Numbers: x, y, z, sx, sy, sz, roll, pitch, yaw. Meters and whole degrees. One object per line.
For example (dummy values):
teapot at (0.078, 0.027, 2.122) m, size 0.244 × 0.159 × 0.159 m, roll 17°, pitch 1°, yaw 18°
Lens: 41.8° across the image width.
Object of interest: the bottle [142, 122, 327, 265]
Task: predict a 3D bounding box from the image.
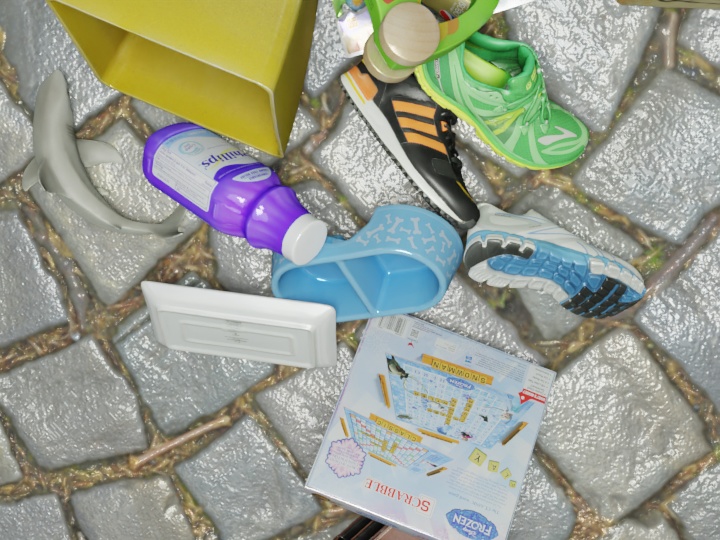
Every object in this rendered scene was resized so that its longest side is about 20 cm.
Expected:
bottle at (-0.119, -0.073, 0.902) m, size 0.200 × 0.083 × 0.066 m, roll 34°, pitch 126°, yaw 27°

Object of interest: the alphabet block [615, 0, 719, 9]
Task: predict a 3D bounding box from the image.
alphabet block at (0.326, -0.320, 0.775) m, size 0.194 × 0.200 × 0.198 m, roll 3°, pitch 102°, yaw 7°

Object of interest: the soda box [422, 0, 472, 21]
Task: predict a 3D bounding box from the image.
soda box at (0.129, -0.315, 0.838) m, size 0.068 × 0.064 × 0.200 m, roll 35°, pitch 83°, yaw -3°

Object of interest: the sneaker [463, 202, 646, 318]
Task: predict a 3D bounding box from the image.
sneaker at (0.191, -0.019, 0.920) m, size 0.199 × 0.087 × 0.075 m, roll 20°, pitch 133°, yaw -19°

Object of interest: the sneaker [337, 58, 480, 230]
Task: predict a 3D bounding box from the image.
sneaker at (0.065, -0.134, 0.890) m, size 0.090 × 0.070 × 0.200 m, roll -38°, pitch 73°, yaw 7°

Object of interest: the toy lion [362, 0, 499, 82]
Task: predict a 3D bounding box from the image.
toy lion at (0.050, -0.282, 0.769) m, size 0.191 × 0.069 × 0.201 m, roll -33°, pitch 93°, yaw -16°

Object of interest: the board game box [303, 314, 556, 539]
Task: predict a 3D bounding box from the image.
board game box at (0.070, 0.159, 0.933) m, size 0.199 × 0.041 × 0.200 m, roll 22°, pitch 69°, yaw 3°

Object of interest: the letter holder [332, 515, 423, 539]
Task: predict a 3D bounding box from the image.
letter holder at (0.082, 0.331, 0.989) m, size 0.142 × 0.101 × 0.200 m, roll -44°, pitch 94°, yaw 11°

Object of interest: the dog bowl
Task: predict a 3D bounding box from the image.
dog bowl at (0.000, 0.000, 0.912) m, size 0.199 × 0.050 × 0.112 m, roll -8°, pitch 137°, yaw 26°

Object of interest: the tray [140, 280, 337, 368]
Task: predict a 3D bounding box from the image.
tray at (-0.124, 0.063, 0.966) m, size 0.199 × 0.022 × 0.108 m, roll 7°, pitch 140°, yaw 6°

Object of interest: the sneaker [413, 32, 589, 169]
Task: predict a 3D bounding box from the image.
sneaker at (0.139, -0.157, 0.863) m, size 0.199 × 0.083 × 0.074 m, roll 27°, pitch 65°, yaw -25°

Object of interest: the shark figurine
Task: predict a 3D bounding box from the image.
shark figurine at (-0.281, -0.082, 0.955) m, size 0.128 × 0.090 × 0.215 m, roll -44°, pitch 92°, yaw 14°

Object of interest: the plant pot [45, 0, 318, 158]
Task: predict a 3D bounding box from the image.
plant pot at (-0.131, -0.243, 0.849) m, size 0.199 × 0.200 × 0.177 m, roll 22°, pitch 81°, yaw 2°

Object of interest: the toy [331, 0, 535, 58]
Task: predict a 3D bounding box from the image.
toy at (0.063, -0.285, 0.891) m, size 0.199 × 0.047 × 0.116 m, roll -15°, pitch 101°, yaw 10°
